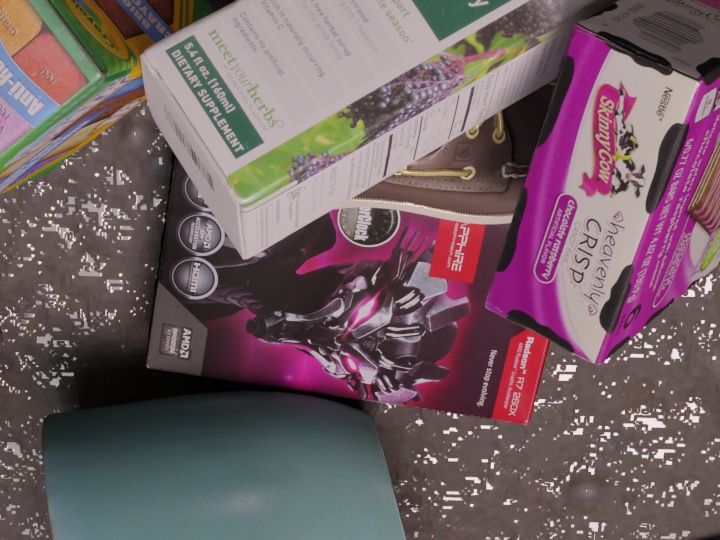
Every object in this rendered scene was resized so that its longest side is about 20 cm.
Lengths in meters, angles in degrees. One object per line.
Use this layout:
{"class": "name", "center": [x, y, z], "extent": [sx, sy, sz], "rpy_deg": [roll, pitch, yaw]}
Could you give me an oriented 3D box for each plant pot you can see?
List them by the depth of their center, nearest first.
{"class": "plant pot", "center": [-0.056, 0.149, 1.054], "extent": [0.161, 0.201, 0.201], "rpy_deg": [-14, 119, -3]}

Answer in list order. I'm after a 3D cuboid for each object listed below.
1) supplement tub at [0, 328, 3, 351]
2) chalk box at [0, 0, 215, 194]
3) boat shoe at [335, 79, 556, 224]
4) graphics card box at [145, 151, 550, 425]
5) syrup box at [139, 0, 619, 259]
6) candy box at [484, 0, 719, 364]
{"class": "supplement tub", "center": [-0.251, 0.098, 1.072], "extent": [0.107, 0.107, 0.200], "rpy_deg": [24, 118, -12]}
{"class": "chalk box", "center": [-0.165, -0.102, 0.887], "extent": [0.124, 0.200, 0.125], "rpy_deg": [-36, 93, 19]}
{"class": "boat shoe", "center": [0.033, -0.066, 0.976], "extent": [0.199, 0.072, 0.060], "rpy_deg": [1, 154, -8]}
{"class": "graphics card box", "center": [0.000, 0.000, 1.043], "extent": [0.199, 0.051, 0.126], "rpy_deg": [10, 120, -3]}
{"class": "syrup box", "center": [0.015, -0.095, 0.888], "extent": [0.200, 0.081, 0.079], "rpy_deg": [-31, 76, -10]}
{"class": "candy box", "center": [0.140, -0.059, 0.921], "extent": [0.061, 0.200, 0.137], "rpy_deg": [28, 122, 20]}
